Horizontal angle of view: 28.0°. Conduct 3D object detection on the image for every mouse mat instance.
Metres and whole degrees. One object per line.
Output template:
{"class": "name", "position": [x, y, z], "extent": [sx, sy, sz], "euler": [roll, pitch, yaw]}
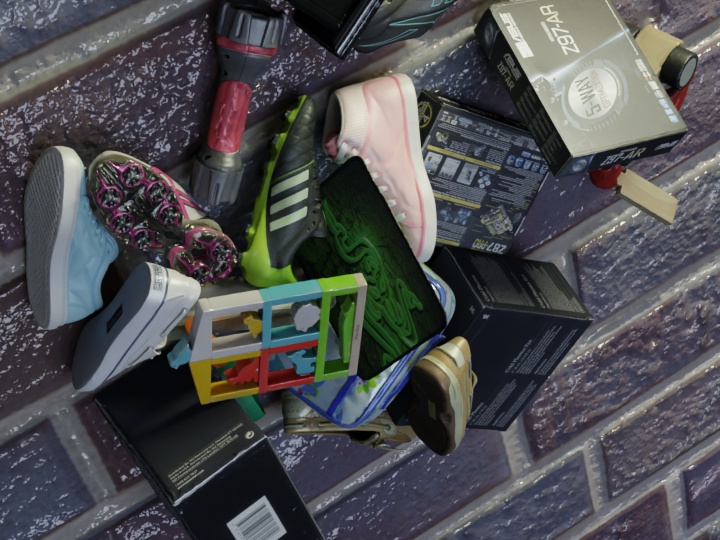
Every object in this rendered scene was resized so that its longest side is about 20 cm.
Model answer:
{"class": "mouse mat", "position": [0.000, 0.000, 1.483], "extent": [0.008, 0.200, 0.161], "euler": [-20, 167, -43]}

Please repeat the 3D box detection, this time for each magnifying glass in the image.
{"class": "magnifying glass", "position": [-0.143, 0.101, 1.515], "extent": [0.022, 0.080, 0.200], "euler": [-29, 150, -3]}

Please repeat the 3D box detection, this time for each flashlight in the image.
{"class": "flashlight", "position": [-0.124, -0.161, 1.401], "extent": [0.068, 0.068, 0.200], "euler": [-12, 124, -50]}

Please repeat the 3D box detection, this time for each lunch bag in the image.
{"class": "lunch bag", "position": [-0.002, 0.062, 1.572], "extent": [0.200, 0.161, 0.082], "euler": [-53, 165, 7]}

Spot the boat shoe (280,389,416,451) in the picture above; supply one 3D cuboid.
{"class": "boat shoe", "position": [-0.013, 0.182, 1.702], "extent": [0.200, 0.073, 0.063], "euler": [18, 64, -33]}

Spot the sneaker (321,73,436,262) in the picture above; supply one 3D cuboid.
{"class": "sneaker", "position": [0.013, -0.101, 1.503], "extent": [0.105, 0.075, 0.200], "euler": [-10, 92, -24]}

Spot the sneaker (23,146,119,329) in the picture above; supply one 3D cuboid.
{"class": "sneaker", "position": [-0.273, -0.038, 1.387], "extent": [0.082, 0.074, 0.200], "euler": [-17, 137, -35]}

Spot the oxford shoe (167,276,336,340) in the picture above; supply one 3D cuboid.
{"class": "oxford shoe", "position": [-0.126, 0.031, 1.499], "extent": [0.200, 0.058, 0.075], "euler": [-6, 160, -3]}

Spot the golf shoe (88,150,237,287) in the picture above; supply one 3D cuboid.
{"class": "golf shoe", "position": [-0.203, -0.059, 1.399], "extent": [0.073, 0.092, 0.200], "euler": [-42, 139, 2]}

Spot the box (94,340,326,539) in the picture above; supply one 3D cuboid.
{"class": "box", "position": [-0.159, 0.214, 1.543], "extent": [0.123, 0.198, 0.200], "euler": [-36, 134, -14]}

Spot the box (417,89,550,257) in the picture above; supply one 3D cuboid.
{"class": "box", "position": [0.118, -0.103, 1.630], "extent": [0.200, 0.049, 0.161], "euler": [11, 110, -40]}

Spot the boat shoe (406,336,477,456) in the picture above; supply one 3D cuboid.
{"class": "boat shoe", "position": [0.101, 0.139, 1.602], "extent": [0.076, 0.072, 0.200], "euler": [-45, 161, -23]}

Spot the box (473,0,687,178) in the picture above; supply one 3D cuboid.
{"class": "box", "position": [0.235, -0.204, 1.544], "extent": [0.160, 0.200, 0.044], "euler": [-13, 156, -28]}

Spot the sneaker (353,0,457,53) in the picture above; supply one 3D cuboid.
{"class": "sneaker", "position": [0.064, -0.289, 1.461], "extent": [0.200, 0.075, 0.079], "euler": [-28, 146, -9]}

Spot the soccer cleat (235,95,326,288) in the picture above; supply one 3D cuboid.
{"class": "soccer cleat", "position": [-0.067, -0.077, 1.472], "extent": [0.081, 0.068, 0.200], "euler": [16, 91, -10]}

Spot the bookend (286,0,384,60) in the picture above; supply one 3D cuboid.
{"class": "bookend", "position": [-0.047, -0.333, 1.324], "extent": [0.200, 0.092, 0.199], "euler": [27, 102, -42]}

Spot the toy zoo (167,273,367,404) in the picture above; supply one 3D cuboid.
{"class": "toy zoo", "position": [-0.095, 0.071, 1.445], "extent": [0.200, 0.020, 0.131], "euler": [-10, 134, -17]}

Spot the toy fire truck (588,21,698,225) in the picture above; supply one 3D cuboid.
{"class": "toy fire truck", "position": [0.328, -0.159, 1.686], "extent": [0.176, 0.129, 0.200], "euler": [-53, 154, -14]}

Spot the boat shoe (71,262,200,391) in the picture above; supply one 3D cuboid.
{"class": "boat shoe", "position": [-0.225, 0.066, 1.438], "extent": [0.065, 0.074, 0.200], "euler": [15, 143, -31]}

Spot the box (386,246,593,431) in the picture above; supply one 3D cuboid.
{"class": "box", "position": [0.137, 0.084, 1.703], "extent": [0.182, 0.104, 0.200], "euler": [8, 128, -39]}
